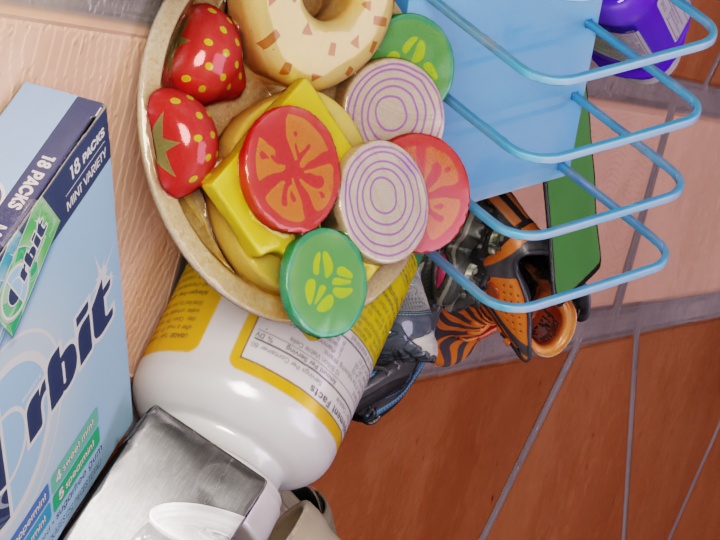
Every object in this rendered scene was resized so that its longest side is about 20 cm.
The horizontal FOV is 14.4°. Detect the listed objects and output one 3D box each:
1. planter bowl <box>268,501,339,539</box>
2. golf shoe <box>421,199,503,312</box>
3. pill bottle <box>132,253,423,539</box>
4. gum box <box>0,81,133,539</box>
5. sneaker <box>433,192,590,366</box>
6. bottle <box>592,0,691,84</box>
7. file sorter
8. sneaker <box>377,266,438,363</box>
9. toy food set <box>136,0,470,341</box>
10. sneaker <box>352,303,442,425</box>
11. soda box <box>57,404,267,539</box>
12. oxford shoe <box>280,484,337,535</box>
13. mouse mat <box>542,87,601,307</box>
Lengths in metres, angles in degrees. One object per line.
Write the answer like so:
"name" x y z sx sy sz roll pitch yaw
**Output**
"planter bowl" -0.046 0.239 1.482 0.200 0.135 0.200 -48 -176 4
"golf shoe" 0.060 -0.076 1.735 0.077 0.088 0.201 58 52 -67
"pill bottle" -0.049 0.042 1.464 0.113 0.112 0.201 75 35 -61
"gum box" -0.158 0.049 1.240 0.201 0.044 0.170 91 22 -45
"sneaker" 0.085 0.028 1.836 0.077 0.112 0.200 -36 157 -21
"bottle" 0.156 -0.160 1.704 0.066 0.083 0.200 -61 161 -3
"file sorter" 0.101 -0.097 1.498 0.138 0.123 0.201 -16 131 -32
"sneaker" 0.000 0.000 1.611 0.200 0.077 0.087 -120 -148 -76
"toy food set" -0.025 -0.071 1.387 0.198 0.048 0.200 55 53 -24
"sneaker" 0.002 0.063 1.720 0.200 0.073 0.082 -36 141 -63
"soda box" -0.127 0.166 1.329 0.201 0.071 0.063 -57 -178 -17
"oxford shoe" -0.030 0.168 1.729 0.200 0.070 0.075 41 61 -73
"mouse mat" 0.124 -0.088 1.742 0.161 0.007 0.202 -33 117 -73
